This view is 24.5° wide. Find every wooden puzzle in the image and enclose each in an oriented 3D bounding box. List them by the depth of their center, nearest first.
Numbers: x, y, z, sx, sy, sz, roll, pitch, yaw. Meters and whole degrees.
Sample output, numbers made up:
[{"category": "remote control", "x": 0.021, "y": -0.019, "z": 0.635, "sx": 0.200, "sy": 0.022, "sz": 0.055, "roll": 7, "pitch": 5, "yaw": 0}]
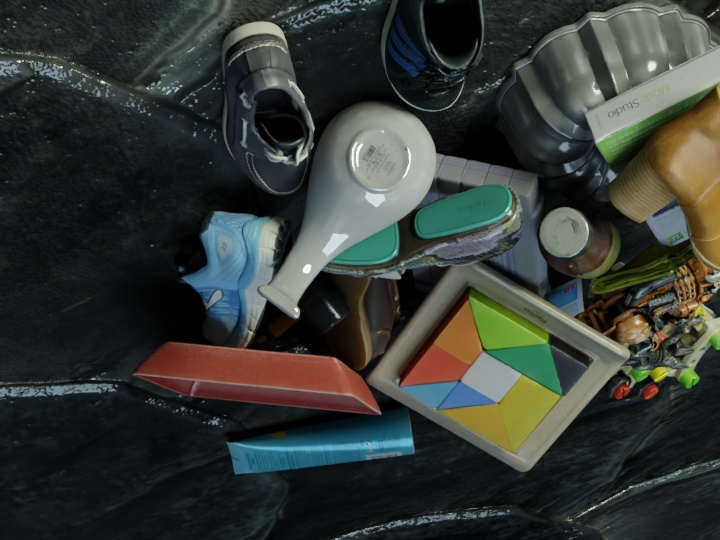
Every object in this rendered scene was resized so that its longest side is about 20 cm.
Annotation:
[{"category": "wooden puzzle", "x": 0.123, "y": 0.094, "z": 1.543, "sx": 0.184, "sy": 0.037, "sz": 0.200, "roll": 30, "pitch": 129, "yaw": -8}]

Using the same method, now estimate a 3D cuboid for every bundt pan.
[{"category": "bundt pan", "x": 0.219, "y": -0.129, "z": 1.404, "sx": 0.200, "sy": 0.076, "sz": 0.202, "roll": -12, "pitch": 147, "yaw": -8}]

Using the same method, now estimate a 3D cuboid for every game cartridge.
[{"category": "game cartridge", "x": 0.103, "y": -0.032, "z": 1.482, "sx": 0.129, "sy": 0.039, "sz": 0.200, "roll": 9, "pitch": 149, "yaw": 14}]

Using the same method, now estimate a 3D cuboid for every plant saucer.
[{"category": "plant saucer", "x": -0.088, "y": 0.099, "z": 1.527, "sx": 0.198, "sy": 0.037, "sz": 0.200, "roll": 6, "pitch": 171, "yaw": 9}]

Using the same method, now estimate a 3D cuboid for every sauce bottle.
[{"category": "sauce bottle", "x": 0.184, "y": -0.027, "z": 1.405, "sx": 0.066, "sy": 0.066, "sz": 0.200, "roll": -22, "pitch": 174, "yaw": 10}]

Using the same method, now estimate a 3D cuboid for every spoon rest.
[{"category": "spoon rest", "x": -0.016, "y": -0.050, "z": 1.354, "sx": 0.099, "sy": 0.200, "sz": 0.061, "roll": 37, "pitch": 167, "yaw": -4}]

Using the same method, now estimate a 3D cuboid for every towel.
[{"category": "towel", "x": 0.287, "y": -0.023, "z": 1.533, "sx": 0.086, "sy": 0.018, "sz": 0.200, "roll": -17, "pitch": -173, "yaw": 37}]

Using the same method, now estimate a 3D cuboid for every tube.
[{"category": "tube", "x": -0.042, "y": 0.189, "z": 1.791, "sx": 0.198, "sy": 0.051, "sz": 0.078, "roll": -9, "pitch": 142, "yaw": -1}]

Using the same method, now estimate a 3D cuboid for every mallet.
[{"category": "mallet", "x": -0.082, "y": 0.044, "z": 1.550, "sx": 0.041, "sy": 0.066, "sz": 0.200, "roll": -37, "pitch": -173, "yaw": -35}]

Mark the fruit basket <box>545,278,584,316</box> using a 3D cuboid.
[{"category": "fruit basket", "x": 0.139, "y": 0.079, "z": 1.660, "sx": 0.184, "sy": 0.094, "sz": 0.200, "roll": -16, "pitch": 150, "yaw": 1}]

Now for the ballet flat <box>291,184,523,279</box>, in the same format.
[{"category": "ballet flat", "x": 0.043, "y": -0.022, "z": 1.397, "sx": 0.199, "sy": 0.072, "sz": 0.072, "roll": -9, "pitch": 149, "yaw": 15}]

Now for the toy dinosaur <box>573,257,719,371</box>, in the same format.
[{"category": "toy dinosaur", "x": 0.254, "y": 0.034, "z": 1.549, "sx": 0.199, "sy": 0.103, "sz": 0.136, "roll": -7, "pitch": 165, "yaw": 16}]

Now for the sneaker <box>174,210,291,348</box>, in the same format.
[{"category": "sneaker", "x": -0.121, "y": 0.001, "z": 1.477, "sx": 0.089, "sy": 0.079, "sz": 0.200, "roll": 19, "pitch": 146, "yaw": -2}]

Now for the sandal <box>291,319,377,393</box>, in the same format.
[{"category": "sandal", "x": -0.014, "y": 0.082, "z": 1.644, "sx": 0.076, "sy": 0.043, "sz": 0.200, "roll": -19, "pitch": 146, "yaw": 6}]

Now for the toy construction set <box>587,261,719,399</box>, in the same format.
[{"category": "toy construction set", "x": 0.301, "y": 0.066, "z": 1.698, "sx": 0.199, "sy": 0.092, "sz": 0.131, "roll": 20, "pitch": 122, "yaw": -41}]

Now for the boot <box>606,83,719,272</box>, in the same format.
[{"category": "boot", "x": 0.309, "y": -0.072, "z": 1.325, "sx": 0.200, "sy": 0.071, "sz": 0.144, "roll": 19, "pitch": 137, "yaw": -34}]

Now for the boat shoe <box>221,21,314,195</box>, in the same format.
[{"category": "boat shoe", "x": -0.072, "y": -0.110, "z": 1.321, "sx": 0.072, "sy": 0.063, "sz": 0.200, "roll": -15, "pitch": 148, "yaw": -5}]

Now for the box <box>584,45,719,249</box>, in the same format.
[{"category": "box", "x": 0.283, "y": -0.101, "z": 1.370, "sx": 0.144, "sy": 0.037, "sz": 0.200, "roll": -25, "pitch": 147, "yaw": 14}]

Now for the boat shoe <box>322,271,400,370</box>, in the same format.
[{"category": "boat shoe", "x": 0.000, "y": 0.000, "z": 1.515, "sx": 0.070, "sy": 0.070, "sz": 0.201, "roll": -42, "pitch": 148, "yaw": -32}]

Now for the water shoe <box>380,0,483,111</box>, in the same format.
[{"category": "water shoe", "x": 0.056, "y": -0.173, "z": 1.267, "sx": 0.071, "sy": 0.079, "sz": 0.200, "roll": -12, "pitch": 147, "yaw": -5}]
